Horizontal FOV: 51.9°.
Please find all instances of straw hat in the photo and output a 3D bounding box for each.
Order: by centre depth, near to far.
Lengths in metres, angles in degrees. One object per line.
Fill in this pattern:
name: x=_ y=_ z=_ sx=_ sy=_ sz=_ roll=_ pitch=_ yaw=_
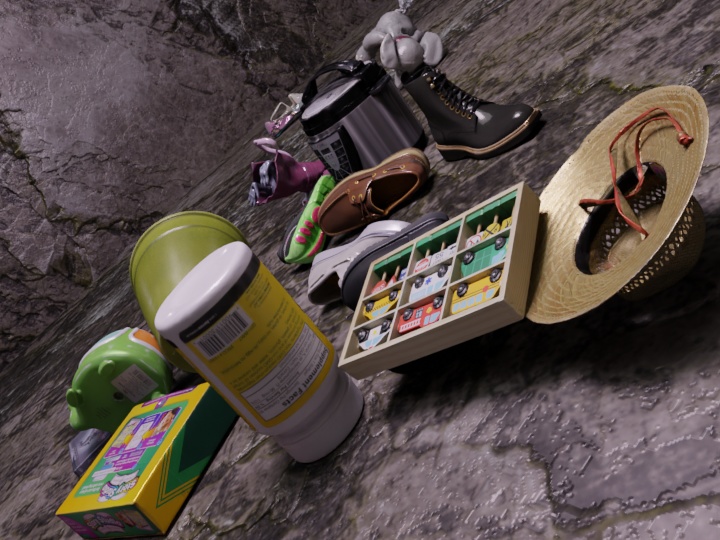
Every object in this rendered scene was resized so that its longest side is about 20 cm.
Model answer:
straw hat: x=0.210 y=-0.029 z=0.560 sx=0.202 sy=0.084 sz=0.203 roll=-51 pitch=20 yaw=25

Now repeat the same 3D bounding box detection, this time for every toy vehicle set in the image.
toy vehicle set: x=0.066 y=0.014 z=0.651 sx=0.198 sy=0.026 sz=0.126 roll=-28 pitch=34 yaw=43

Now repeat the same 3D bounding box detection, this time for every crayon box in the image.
crayon box: x=-0.261 y=0.235 z=0.907 sx=0.198 sy=0.058 sz=0.174 roll=-22 pitch=29 yaw=42

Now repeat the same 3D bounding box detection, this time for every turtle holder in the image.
turtle holder: x=-0.355 y=0.172 z=1.105 sx=0.133 sy=0.138 sz=0.188 roll=-98 pitch=29 yaw=-60

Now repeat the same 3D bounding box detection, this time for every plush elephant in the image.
plush elephant: x=0.092 y=-0.486 z=1.642 sx=0.201 sy=0.160 sz=0.158 roll=114 pitch=151 yaw=-59

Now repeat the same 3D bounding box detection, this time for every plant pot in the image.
plant pot: x=-0.243 y=0.044 z=1.104 sx=0.199 sy=0.201 sz=0.194 roll=-38 pitch=32 yaw=4

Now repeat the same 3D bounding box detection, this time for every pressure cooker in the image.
pressure cooker: x=-0.007 y=-0.253 z=1.242 sx=0.174 sy=0.201 sz=0.179 roll=-34 pitch=21 yaw=9

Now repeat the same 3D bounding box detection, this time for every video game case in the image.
video game case: x=-0.391 y=0.232 z=1.202 sx=0.200 sy=0.019 sz=0.142 roll=-46 pitch=21 yaw=-15

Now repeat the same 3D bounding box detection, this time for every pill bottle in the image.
pill bottle: x=-0.091 y=0.083 z=0.710 sx=0.113 sy=0.201 sz=0.115 roll=-33 pitch=22 yaw=15

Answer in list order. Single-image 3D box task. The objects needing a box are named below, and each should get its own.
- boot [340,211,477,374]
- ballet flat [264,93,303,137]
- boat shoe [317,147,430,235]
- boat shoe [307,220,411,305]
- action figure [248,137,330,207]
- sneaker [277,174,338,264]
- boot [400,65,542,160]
boot: x=0.041 y=0.040 z=0.776 sx=0.164 sy=0.065 sz=0.202 roll=-40 pitch=27 yaw=23
ballet flat: x=-0.218 y=-0.502 z=2.300 sx=0.199 sy=0.071 sz=0.069 roll=-43 pitch=20 yaw=-6
boat shoe: x=0.013 y=-0.110 z=1.097 sx=0.197 sy=0.073 sz=0.068 roll=-29 pitch=21 yaw=22
boat shoe: x=0.000 y=0.000 z=0.918 sx=0.198 sy=0.070 sz=0.071 roll=-19 pitch=44 yaw=44
action figure: x=-0.106 y=-0.172 z=1.327 sx=0.196 sy=0.153 sz=0.133 roll=-14 pitch=16 yaw=-32
sneaker: x=-0.083 y=-0.087 z=1.217 sx=0.083 sy=0.077 sz=0.201 roll=-17 pitch=29 yaw=38
boot: x=0.141 y=-0.229 z=1.017 sx=0.078 sy=0.139 sz=0.198 roll=-49 pitch=23 yaw=-26
